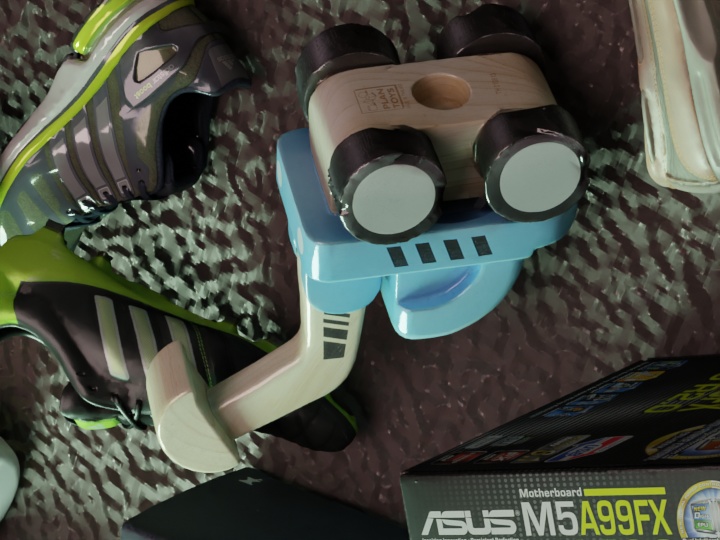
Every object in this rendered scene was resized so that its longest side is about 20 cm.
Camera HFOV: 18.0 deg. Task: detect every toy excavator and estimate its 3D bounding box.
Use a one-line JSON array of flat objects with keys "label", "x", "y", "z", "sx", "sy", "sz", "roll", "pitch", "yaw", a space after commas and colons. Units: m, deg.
[{"label": "toy excavator", "x": 0.000, "y": 0.000, "z": 1.011, "sx": 0.100, "sy": 0.193, "sz": 0.201, "roll": -110, "pitch": 16, "yaw": -49}]

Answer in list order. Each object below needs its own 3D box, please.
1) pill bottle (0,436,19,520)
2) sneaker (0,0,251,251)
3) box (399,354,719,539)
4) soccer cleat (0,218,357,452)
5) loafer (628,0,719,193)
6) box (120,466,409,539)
[{"label": "pill bottle", "x": -0.292, "y": 0.079, "z": 1.264, "sx": 0.200, "sy": 0.111, "sz": 0.112, "roll": 41, "pitch": 122, "yaw": 22}, {"label": "sneaker", "x": -0.125, "y": -0.055, "z": 1.136, "sx": 0.081, "sy": 0.074, "sz": 0.200, "roll": 44, "pitch": 125, "yaw": 14}, {"label": "box", "x": 0.135, "y": 0.073, "z": 0.892, "sx": 0.159, "sy": 0.199, "sz": 0.045, "roll": -6, "pitch": 98, "yaw": 38}, {"label": "soccer cleat", "x": -0.098, "y": 0.051, "z": 1.109, "sx": 0.199, "sy": 0.068, "sz": 0.081, "roll": 27, "pitch": 76, "yaw": 5}, {"label": "loafer", "x": 0.126, "y": -0.128, "z": 0.935, "sx": 0.063, "sy": 0.072, "sz": 0.202, "roll": -5, "pitch": 101, "yaw": 44}, {"label": "box", "x": -0.038, "y": 0.219, "z": 1.116, "sx": 0.147, "sy": 0.104, "sz": 0.202, "roll": 15, "pitch": 110, "yaw": 33}]
